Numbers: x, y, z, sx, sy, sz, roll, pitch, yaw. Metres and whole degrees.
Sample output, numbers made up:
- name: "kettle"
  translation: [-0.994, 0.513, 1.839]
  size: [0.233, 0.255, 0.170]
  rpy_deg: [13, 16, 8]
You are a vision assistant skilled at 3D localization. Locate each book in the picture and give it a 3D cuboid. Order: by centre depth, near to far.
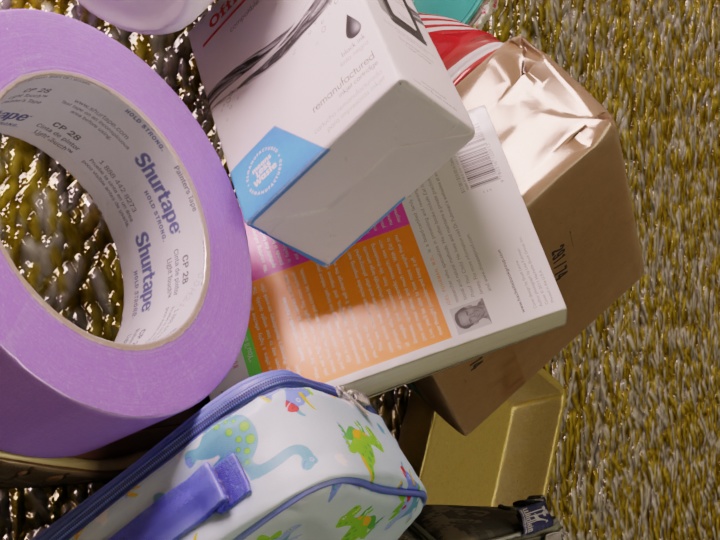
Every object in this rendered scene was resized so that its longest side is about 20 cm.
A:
- name: "book"
  translation: [0.000, 0.000, 0.731]
  size: [0.048, 0.198, 0.135]
  rpy_deg: [66, 5, -69]

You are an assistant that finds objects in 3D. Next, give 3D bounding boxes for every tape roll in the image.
- name: "tape roll"
  translation: [-0.142, -0.018, 0.609]
  size: [0.200, 0.065, 0.202]
  rpy_deg: [33, 44, -39]

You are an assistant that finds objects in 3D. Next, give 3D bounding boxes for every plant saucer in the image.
- name: "plant saucer"
  translation: [0.083, 0.153, 1.011]
  size: [0.200, 0.048, 0.202]
  rpy_deg: [38, 60, -49]

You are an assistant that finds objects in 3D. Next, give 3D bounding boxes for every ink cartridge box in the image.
- name: "ink cartridge box"
  translation: [-0.027, -0.119, 0.718]
  size: [0.068, 0.116, 0.201]
  rpy_deg: [28, 31, -42]

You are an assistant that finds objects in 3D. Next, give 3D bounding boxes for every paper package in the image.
- name: "paper package"
  translation: [0.082, -0.015, 0.854]
  size: [0.190, 0.104, 0.200]
  rpy_deg: [-41, 149, -5]

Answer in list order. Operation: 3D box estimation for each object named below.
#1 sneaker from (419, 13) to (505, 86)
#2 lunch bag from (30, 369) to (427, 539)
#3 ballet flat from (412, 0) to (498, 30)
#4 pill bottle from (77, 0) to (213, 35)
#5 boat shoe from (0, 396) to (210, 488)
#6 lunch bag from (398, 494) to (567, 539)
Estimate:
- name: "sneaker"
  translation: [0.009, -0.109, 0.885]
  size: [0.199, 0.116, 0.079]
  rpy_deg: [-26, 129, -17]
- name: "lunch bag"
  translation: [-0.073, 0.137, 0.656]
  size: [0.083, 0.200, 0.161]
  rpy_deg: [57, 13, 25]
- name: "ballet flat"
  translation: [0.088, -0.239, 0.985]
  size: [0.064, 0.075, 0.202]
  rpy_deg: [41, 61, -56]
- name: "pill bottle"
  translation: [-0.082, -0.227, 0.707]
  size: [0.200, 0.111, 0.113]
  rpy_deg: [-56, 133, -38]
- name: "boat shoe"
  translation: [-0.143, 0.077, 0.672]
  size: [0.200, 0.071, 0.068]
  rpy_deg: [11, 72, -58]
- name: "lunch bag"
  translation: [0.051, 0.249, 0.837]
  size: [0.166, 0.139, 0.202]
  rpy_deg: [-1, 91, -20]
